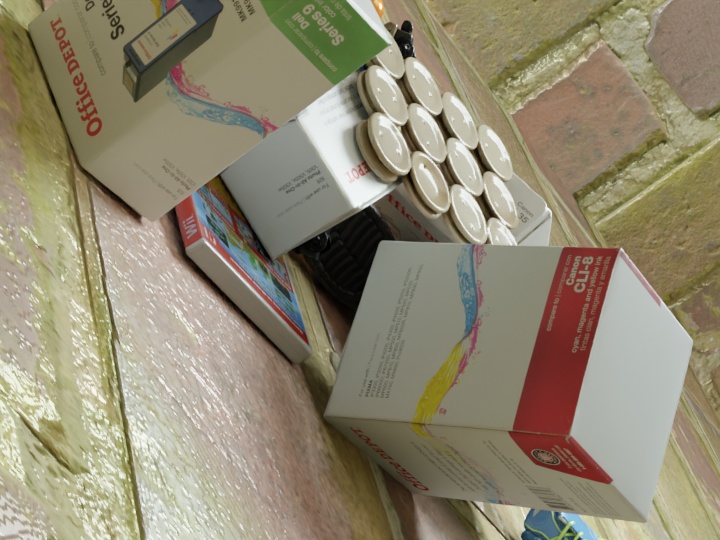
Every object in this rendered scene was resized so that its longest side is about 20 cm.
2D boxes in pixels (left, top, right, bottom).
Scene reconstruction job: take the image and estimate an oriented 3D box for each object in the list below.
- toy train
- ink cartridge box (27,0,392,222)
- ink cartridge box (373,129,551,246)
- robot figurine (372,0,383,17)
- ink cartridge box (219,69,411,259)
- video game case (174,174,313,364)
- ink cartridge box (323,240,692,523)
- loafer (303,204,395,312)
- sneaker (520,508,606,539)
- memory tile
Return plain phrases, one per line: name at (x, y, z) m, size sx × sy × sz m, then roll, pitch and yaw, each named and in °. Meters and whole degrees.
toy train at (-0.010, -0.106, 1.682) m, size 0.045 × 0.201 × 0.034 m, roll 24°, pitch -4°, yaw 7°
ink cartridge box at (-0.100, -0.151, 1.379) m, size 0.087 × 0.199 × 0.146 m, roll 38°, pitch 20°, yaw -47°
ink cartridge box at (0.078, -0.021, 1.813) m, size 0.146 × 0.083 × 0.201 m, roll 43°, pitch -21°, yaw 21°
robot figurine at (-0.063, -0.185, 1.734) m, size 0.143 × 0.201 × 0.117 m, roll 21°, pitch 56°, yaw 2°
ink cartridge box at (-0.060, -0.124, 1.568) m, size 0.201 × 0.084 × 0.146 m, roll 59°, pitch 25°, yaw -1°
video game case at (-0.096, -0.042, 1.527) m, size 0.143 × 0.017 × 0.201 m, roll 48°, pitch 16°, yaw -42°
ink cartridge box at (0.104, 0.075, 1.506) m, size 0.145 × 0.199 × 0.146 m, roll 45°, pitch 56°, yaw -49°
loafer at (0.000, 0.000, 1.764) m, size 0.200 × 0.073 × 0.071 m, roll 53°, pitch -9°, yaw -29°
sneaker at (0.173, 0.248, 1.781) m, size 0.105 × 0.076 × 0.200 m, roll 43°, pitch 4°, yaw -3°
memory tile at (0.059, -0.088, 1.632) m, size 0.200 × 0.017 × 0.154 m, roll 40°, pitch 33°, yaw -39°
